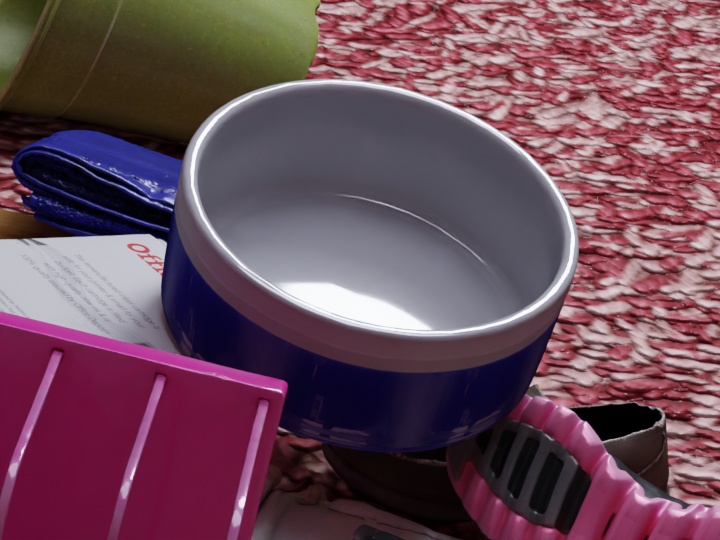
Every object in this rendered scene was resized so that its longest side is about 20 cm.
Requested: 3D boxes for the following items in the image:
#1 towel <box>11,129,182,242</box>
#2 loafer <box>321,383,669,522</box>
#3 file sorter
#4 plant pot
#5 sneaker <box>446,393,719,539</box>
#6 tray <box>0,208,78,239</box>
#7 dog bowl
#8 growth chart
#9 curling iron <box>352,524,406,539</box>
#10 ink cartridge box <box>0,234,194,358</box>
[{"bbox_3d":[-0.122,-0.036,1.520,0.147,0.050,0.200,20,6,-1],"label":"towel"},{"bbox_3d":[0.075,0.088,1.391,0.199,0.071,0.073,5,23,-23],"label":"loafer"},{"bbox_3d":[-0.148,0.110,1.108,0.199,0.139,0.125,14,23,-1],"label":"file sorter"},{"bbox_3d":[-0.135,-0.163,1.765,0.190,0.200,0.200,21,19,-18],"label":"plant pot"},{"bbox_3d":[0.132,0.133,1.316,0.200,0.079,0.095,31,-5,22],"label":"sneaker"},{"bbox_3d":[-0.160,0.007,1.492,0.199,0.037,0.099,13,22,-5],"label":"tray"},{"bbox_3d":[0.003,-0.005,1.305,0.199,0.079,0.200,10,39,-8],"label":"dog bowl"},{"bbox_3d":[0.018,0.153,1.269,0.200,0.018,0.145,19,23,13],"label":"growth chart"},{"bbox_3d":[0.078,0.164,1.225,0.200,0.026,0.050,29,22,28],"label":"curling iron"},{"bbox_3d":[-0.161,0.049,1.321,0.200,0.085,0.146,-2,28,-37],"label":"ink cartridge box"}]
